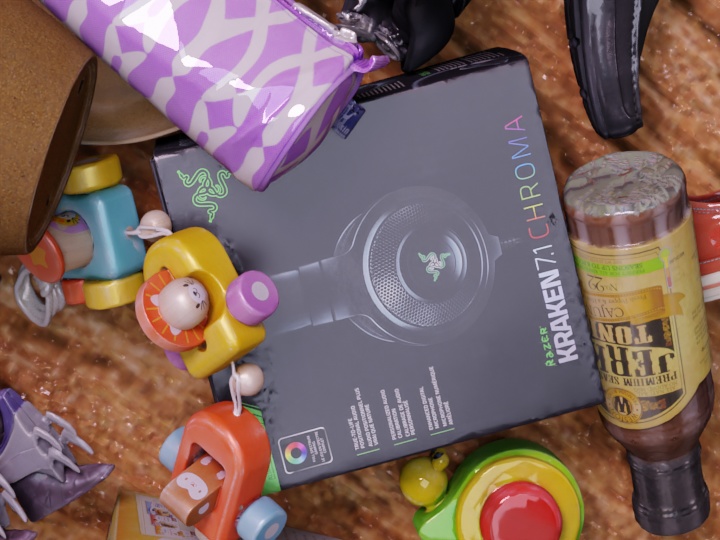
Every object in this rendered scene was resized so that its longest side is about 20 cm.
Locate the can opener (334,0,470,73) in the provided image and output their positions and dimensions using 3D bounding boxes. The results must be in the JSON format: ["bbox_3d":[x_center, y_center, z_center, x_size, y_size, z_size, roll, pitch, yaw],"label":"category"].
[{"bbox_3d":[0.020,-0.145,0.921,0.063,0.200,0.079,31,85,7],"label":"can opener"}]

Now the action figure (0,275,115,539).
[{"bbox_3d":[-0.210,0.041,0.964,0.069,0.130,0.201,-24,105,40],"label":"action figure"}]

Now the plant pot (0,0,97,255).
[{"bbox_3d":[-0.222,-0.084,0.872,0.198,0.186,0.188,19,97,0],"label":"plant pot"}]

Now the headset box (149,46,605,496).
[{"bbox_3d":[0.000,0.000,0.991,0.198,0.093,0.176,-14,99,-3],"label":"headset box"}]

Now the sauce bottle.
[{"bbox_3d":[0.145,0.042,1.006,0.064,0.065,0.202,-16,117,-3],"label":"sauce bottle"}]

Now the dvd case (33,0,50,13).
[{"bbox_3d":[-0.221,-0.172,0.977,0.198,0.025,0.152,-10,100,-3],"label":"dvd case"}]

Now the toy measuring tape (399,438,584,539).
[{"bbox_3d":[0.112,0.139,1.036,0.199,0.074,0.074,27,95,-9],"label":"toy measuring tape"}]

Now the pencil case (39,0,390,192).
[{"bbox_3d":[-0.084,-0.123,0.891,0.200,0.084,0.086,40,116,0],"label":"pencil case"}]

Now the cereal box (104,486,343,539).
[{"bbox_3d":[-0.029,0.163,0.987,0.198,0.144,0.040,15,97,-7],"label":"cereal box"}]

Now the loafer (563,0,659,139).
[{"bbox_3d":[0.134,-0.167,0.991,0.070,0.068,0.203,-2,95,3],"label":"loafer"}]

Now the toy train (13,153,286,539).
[{"bbox_3d":[-0.109,0.038,0.938,0.200,0.055,0.151,41,130,24],"label":"toy train"}]

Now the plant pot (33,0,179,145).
[{"bbox_3d":[-0.123,-0.161,0.948,0.198,0.027,0.202,1,101,6],"label":"plant pot"}]

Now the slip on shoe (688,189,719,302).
[{"bbox_3d":[0.243,-0.047,1.021,0.198,0.074,0.062,-23,97,3],"label":"slip on shoe"}]
